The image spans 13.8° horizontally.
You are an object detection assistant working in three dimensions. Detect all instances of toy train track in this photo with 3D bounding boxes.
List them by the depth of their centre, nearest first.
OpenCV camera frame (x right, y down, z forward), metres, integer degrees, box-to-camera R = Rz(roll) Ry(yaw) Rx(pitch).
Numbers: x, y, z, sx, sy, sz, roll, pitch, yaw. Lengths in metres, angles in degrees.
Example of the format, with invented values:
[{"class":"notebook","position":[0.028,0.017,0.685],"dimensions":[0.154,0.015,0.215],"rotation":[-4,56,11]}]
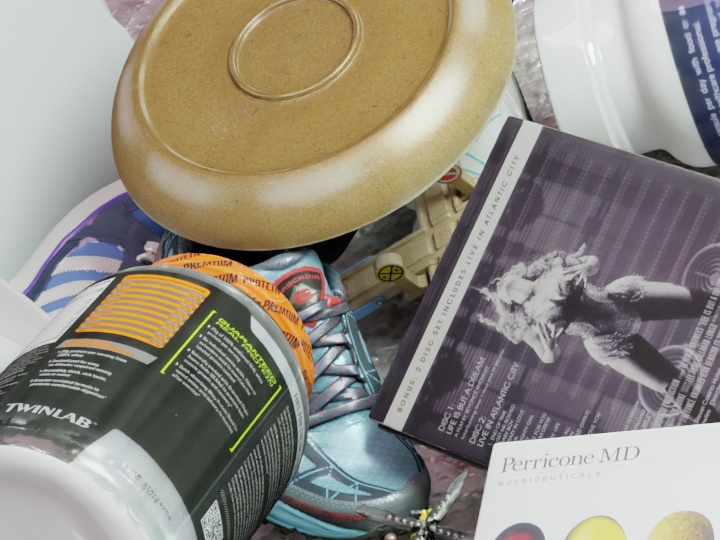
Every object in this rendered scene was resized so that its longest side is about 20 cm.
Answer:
[{"class":"toy train track","position":[0.000,0.000,1.400],"dimensions":[0.199,0.032,0.115],"rotation":[-31,48,24]}]

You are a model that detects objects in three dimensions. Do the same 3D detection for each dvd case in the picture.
[{"class":"dvd case","position":[0.111,0.027,1.238],"dimensions":[0.199,0.016,0.149],"rotation":[20,81,37]}]

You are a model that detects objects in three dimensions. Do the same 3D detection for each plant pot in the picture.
[{"class":"plant pot","position":[-0.027,-0.096,1.361],"dimensions":[0.199,0.028,0.201],"rotation":[-12,50,15]}]

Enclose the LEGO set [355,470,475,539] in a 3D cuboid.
[{"class":"LEGO set","position":[-0.032,0.162,1.183],"dimensions":[0.153,0.116,0.200],"rotation":[4,44,35]}]

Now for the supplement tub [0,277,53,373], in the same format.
[{"class":"supplement tub","position":[-0.225,0.091,1.322],"dimensions":[0.201,0.140,0.140],"rotation":[-57,36,7]}]

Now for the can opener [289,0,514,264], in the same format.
[{"class":"can opener","position":[0.012,-0.097,1.462],"dimensions":[0.201,0.078,0.063],"rotation":[-63,29,8]}]

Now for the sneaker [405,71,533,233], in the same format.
[{"class":"sneaker","position":[0.055,-0.049,1.453],"dimensions":[0.080,0.071,0.201],"rotation":[-25,35,5]}]

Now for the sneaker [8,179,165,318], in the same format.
[{"class":"sneaker","position":[-0.111,0.042,1.438],"dimensions":[0.146,0.081,0.200],"rotation":[27,55,39]}]

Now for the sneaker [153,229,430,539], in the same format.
[{"class":"sneaker","position":[-0.037,0.039,1.330],"dimensions":[0.079,0.096,0.200],"rotation":[-20,50,-31]}]

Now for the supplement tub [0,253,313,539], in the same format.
[{"class":"supplement tub","position":[-0.095,0.076,1.203],"dimensions":[0.122,0.123,0.200],"rotation":[-7,21,24]}]

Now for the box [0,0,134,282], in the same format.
[{"class":"box","position":[-0.217,-0.059,1.520],"dimensions":[0.130,0.200,0.200],"rotation":[10,47,41]}]

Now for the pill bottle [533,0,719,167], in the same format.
[{"class":"pill bottle","position":[0.190,-0.115,1.415],"dimensions":[0.199,0.116,0.116],"rotation":[-16,35,13]}]

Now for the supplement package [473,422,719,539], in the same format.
[{"class":"supplement package","position":[0.099,0.168,1.076],"dimensions":[0.113,0.110,0.201],"rotation":[-7,47,24]}]
